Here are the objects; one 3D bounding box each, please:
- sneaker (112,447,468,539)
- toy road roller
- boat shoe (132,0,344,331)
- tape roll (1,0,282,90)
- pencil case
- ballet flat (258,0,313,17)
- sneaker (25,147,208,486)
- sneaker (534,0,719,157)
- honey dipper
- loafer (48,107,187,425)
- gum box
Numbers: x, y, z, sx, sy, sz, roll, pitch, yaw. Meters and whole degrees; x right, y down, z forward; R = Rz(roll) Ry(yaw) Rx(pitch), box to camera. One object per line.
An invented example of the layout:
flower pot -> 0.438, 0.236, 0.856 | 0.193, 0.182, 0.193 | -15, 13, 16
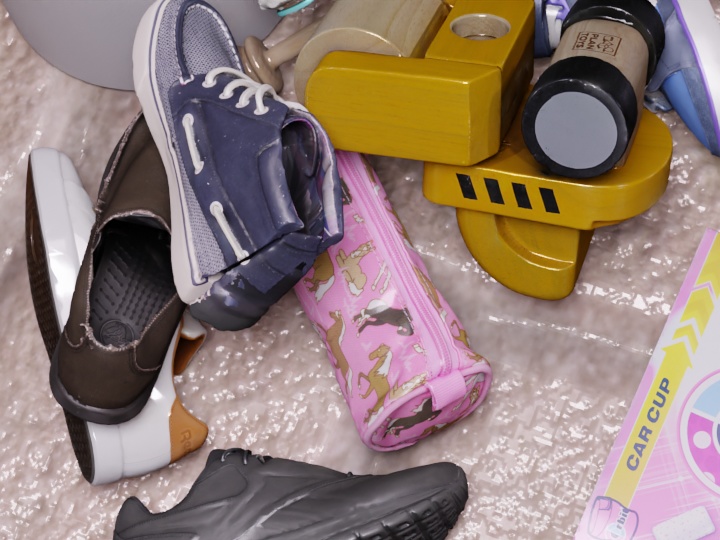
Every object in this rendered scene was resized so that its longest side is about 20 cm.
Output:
sneaker -> -0.041, 0.129, 1.012 | 0.198, 0.076, 0.091 | -17, 61, -4
toy road roller -> 0.068, -0.070, 1.030 | 0.198, 0.147, 0.123 | 10, 34, 13
boat shoe -> -0.058, -0.076, 0.989 | 0.093, 0.074, 0.202 | -35, 58, 37
tape roll -> -0.134, -0.226, 1.118 | 0.200, 0.139, 0.205 | -2, 69, 5
pencil case -> 0.000, 0.000, 1.044 | 0.082, 0.086, 0.201 | -30, 68, 11
ballet flat -> 0.001, -0.206, 1.083 | 0.071, 0.072, 0.200 | 33, 39, 16
sneaker -> -0.136, 0.020, 1.071 | 0.084, 0.073, 0.202 | -11, 69, -20
sneaker -> 0.128, -0.131, 1.098 | 0.145, 0.081, 0.202 | -24, 75, 9
honey dipper -> -0.008, -0.147, 1.099 | 0.199, 0.038, 0.038 | -29, 68, 13
loafer -> -0.108, -0.017, 1.014 | 0.072, 0.071, 0.202 | 17, 59, -10
gum box -> 0.195, 0.095, 1.002 | 0.113, 0.066, 0.201 | 22, 73, 12
